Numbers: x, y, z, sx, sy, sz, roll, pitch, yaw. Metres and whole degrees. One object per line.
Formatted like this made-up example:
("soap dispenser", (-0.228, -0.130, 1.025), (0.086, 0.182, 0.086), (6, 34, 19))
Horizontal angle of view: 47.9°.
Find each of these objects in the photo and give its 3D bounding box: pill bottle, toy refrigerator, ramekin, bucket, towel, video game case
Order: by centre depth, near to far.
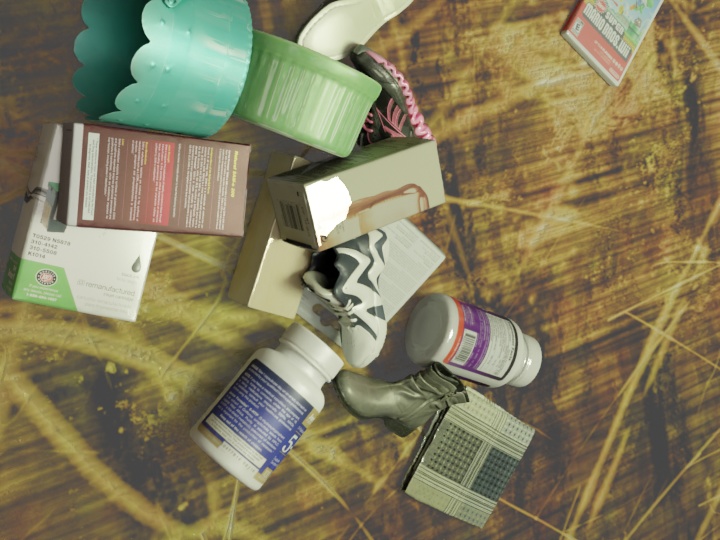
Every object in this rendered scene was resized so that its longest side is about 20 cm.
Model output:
("bucket", (-0.221, -0.249, 0.900), (0.134, 0.206, 0.209), (7, 95, -39))
("ramekin", (-0.082, -0.212, 0.985), (0.199, 0.200, 0.099), (17, 98, -30))
("pill bottle", (-0.118, 0.173, 1.065), (0.120, 0.119, 0.200), (45, 77, -26))
("toy refrigerator", (-0.104, -0.047, 1.069), (0.075, 0.070, 0.202), (17, 90, -36))
("pill bottle", (0.175, 0.113, 1.221), (0.199, 0.111, 0.112), (21, 88, -30))
("towel", (0.172, 0.298, 1.301), (0.199, 0.034, 0.194), (33, 85, -31))
("video game case", (0.419, -0.425, 1.323), (0.143, 0.017, 0.201), (33, 81, -28))

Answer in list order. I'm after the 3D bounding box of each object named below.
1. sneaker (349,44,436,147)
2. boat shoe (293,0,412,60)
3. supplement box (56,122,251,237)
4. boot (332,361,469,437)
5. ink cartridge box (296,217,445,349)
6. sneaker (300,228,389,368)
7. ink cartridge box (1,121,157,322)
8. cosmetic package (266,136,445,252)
("sneaker", (0.028, -0.211, 1.101), (0.095, 0.079, 0.200), (-37, 129, -2))
("boat shoe", (-0.012, -0.342, 1.076), (0.201, 0.060, 0.072), (-39, 129, -17))
("supplement box", (-0.227, -0.098, 0.901), (0.198, 0.061, 0.110), (3, 96, -31))
("boot", (0.061, 0.162, 1.148), (0.130, 0.068, 0.200), (-35, 137, 21))
("ink cartridge box", (0.000, 0.000, 1.157), (0.162, 0.057, 0.200), (39, 99, -28))
("sneaker", (-0.029, 0.040, 1.066), (0.129, 0.079, 0.201), (-10, 116, -44))
("ink cartridge box", (-0.314, -0.057, 0.941), (0.145, 0.084, 0.202), (13, 92, -31))
("cosmetic package", (-0.003, -0.100, 1.021), (0.199, 0.103, 0.088), (-22, 111, -27))
